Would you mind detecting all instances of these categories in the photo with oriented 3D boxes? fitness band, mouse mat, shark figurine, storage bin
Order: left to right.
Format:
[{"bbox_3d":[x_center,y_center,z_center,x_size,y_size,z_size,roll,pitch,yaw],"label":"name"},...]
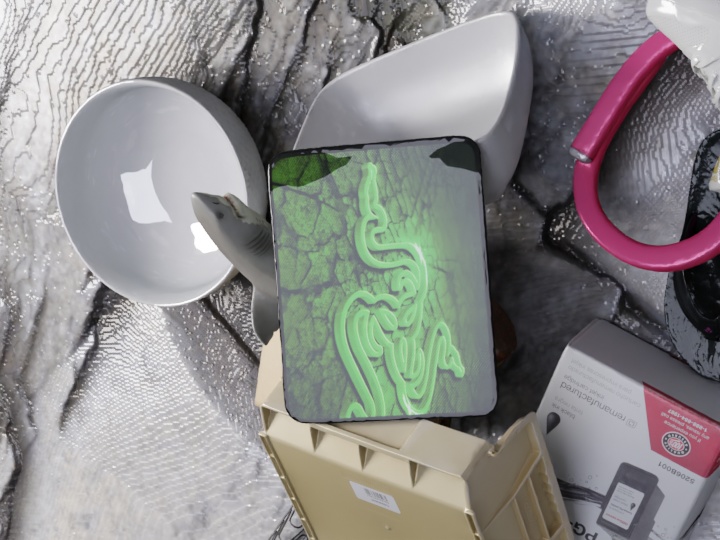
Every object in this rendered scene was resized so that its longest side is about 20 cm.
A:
[{"bbox_3d":[-0.037,0.024,1.244,0.214,0.128,0.090,28,80,12],"label":"shark figurine"},{"bbox_3d":[0.014,0.008,1.166,0.161,0.008,0.200,-4,92,17],"label":"mouse mat"},{"bbox_3d":[0.043,0.164,1.252,0.200,0.094,0.199,17,144,34],"label":"storage bin"},{"bbox_3d":[0.243,-0.095,1.220,0.144,0.037,0.200,36,99,21],"label":"fitness band"}]

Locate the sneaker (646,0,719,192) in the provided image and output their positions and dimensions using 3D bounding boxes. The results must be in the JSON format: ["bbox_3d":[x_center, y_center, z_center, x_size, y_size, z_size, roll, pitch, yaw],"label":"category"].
[{"bbox_3d":[0.266,-0.116,1.158,0.200,0.074,0.116,35,94,17],"label":"sneaker"}]

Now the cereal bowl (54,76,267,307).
[{"bbox_3d":[-0.164,-0.074,1.428,0.200,0.083,0.200,8,109,25],"label":"cereal bowl"}]

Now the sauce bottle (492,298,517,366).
[{"bbox_3d":[0.043,0.094,1.388,0.200,0.066,0.066,-36,87,31],"label":"sauce bottle"}]

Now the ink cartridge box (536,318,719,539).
[{"bbox_3d":[0.205,0.164,1.315,0.145,0.083,0.200,28,116,18],"label":"ink cartridge box"}]

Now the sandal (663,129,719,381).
[{"bbox_3d":[0.270,-0.009,1.252,0.075,0.048,0.201,8,107,24],"label":"sandal"}]

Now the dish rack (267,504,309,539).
[{"bbox_3d":[-0.022,0.268,1.456,0.153,0.055,0.200,37,126,5],"label":"dish rack"}]

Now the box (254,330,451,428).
[{"bbox_3d":[0.000,0.053,1.370,0.200,0.021,0.164,10,93,39],"label":"box"}]

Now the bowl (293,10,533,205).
[{"bbox_3d":[0.048,-0.101,1.265,0.200,0.200,0.075,-20,123,27],"label":"bowl"}]
